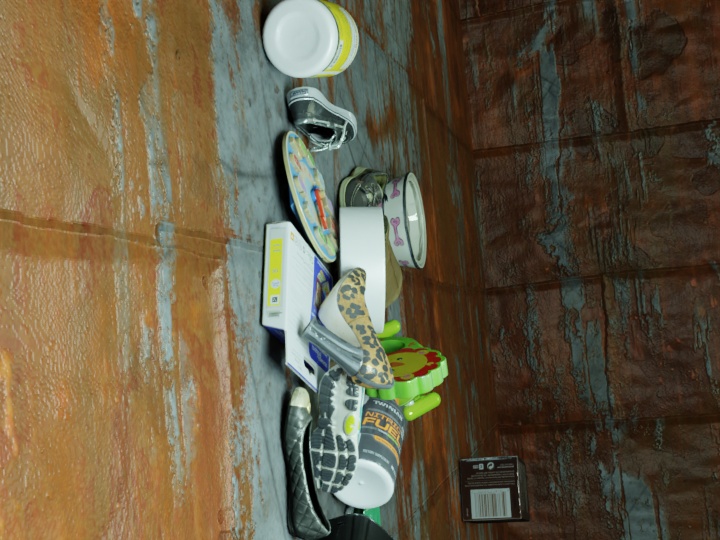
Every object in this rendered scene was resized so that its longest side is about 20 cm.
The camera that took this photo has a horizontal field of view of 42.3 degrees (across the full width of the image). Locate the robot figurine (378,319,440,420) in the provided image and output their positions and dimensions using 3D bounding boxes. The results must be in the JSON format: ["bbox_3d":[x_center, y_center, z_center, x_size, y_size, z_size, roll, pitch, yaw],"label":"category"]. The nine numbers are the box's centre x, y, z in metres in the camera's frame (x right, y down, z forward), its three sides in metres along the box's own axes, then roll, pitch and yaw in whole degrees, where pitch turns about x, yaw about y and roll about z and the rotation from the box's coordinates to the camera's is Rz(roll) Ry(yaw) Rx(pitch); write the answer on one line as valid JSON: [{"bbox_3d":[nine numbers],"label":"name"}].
[{"bbox_3d":[0.066,0.184,1.683,0.177,0.115,0.200,63,14,10],"label":"robot figurine"}]

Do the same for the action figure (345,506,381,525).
[{"bbox_3d":[0.007,0.396,1.505,0.119,0.054,0.202,62,20,-51],"label":"action figure"}]

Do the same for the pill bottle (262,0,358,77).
[{"bbox_3d":[-0.066,-0.349,1.403,0.200,0.111,0.114,-42,125,-72],"label":"pill bottle"}]

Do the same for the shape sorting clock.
[{"bbox_3d":[-0.071,-0.110,1.380,0.200,0.039,0.203,-16,91,-83],"label":"shape sorting clock"}]

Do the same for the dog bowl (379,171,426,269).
[{"bbox_3d":[0.083,-0.101,1.942,0.200,0.073,0.204,-7,90,-76],"label":"dog bowl"}]

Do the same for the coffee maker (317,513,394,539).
[{"bbox_3d":[-0.025,0.427,1.221,0.202,0.132,0.194,-79,157,-49],"label":"coffee maker"}]

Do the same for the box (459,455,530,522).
[{"bbox_3d":[0.372,0.608,2.572,0.200,0.163,0.167,45,40,-67],"label":"box"}]

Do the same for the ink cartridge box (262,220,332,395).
[{"bbox_3d":[-0.086,0.065,1.306,0.198,0.046,0.203,57,32,-62],"label":"ink cartridge box"}]

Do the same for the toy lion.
[{"bbox_3d":[0.047,0.153,1.481,0.200,0.188,0.070,-55,136,-68],"label":"toy lion"}]

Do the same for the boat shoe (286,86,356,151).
[{"bbox_3d":[-0.055,-0.224,1.466,0.199,0.072,0.069,32,49,-71],"label":"boat shoe"}]

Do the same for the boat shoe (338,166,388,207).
[{"bbox_3d":[0.008,-0.141,1.689,0.201,0.065,0.073,-65,146,-63],"label":"boat shoe"}]

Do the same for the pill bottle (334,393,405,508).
[{"bbox_3d":[0.015,0.270,1.483,0.201,0.104,0.107,-75,154,-55],"label":"pill bottle"}]

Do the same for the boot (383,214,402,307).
[{"bbox_3d":[0.035,0.015,1.731,0.201,0.065,0.177,74,31,-57],"label":"boot"}]

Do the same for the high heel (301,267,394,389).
[{"bbox_3d":[0.008,0.081,1.308,0.142,0.072,0.200,37,36,-2],"label":"high heel"}]

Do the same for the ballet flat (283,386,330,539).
[{"bbox_3d":[-0.071,0.259,1.257,0.066,0.056,0.204,19,66,-74],"label":"ballet flat"}]

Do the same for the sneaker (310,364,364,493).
[{"bbox_3d":[-0.024,0.222,1.325,0.080,0.076,0.203,-33,137,-70],"label":"sneaker"}]

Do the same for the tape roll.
[{"bbox_3d":[0.000,0.000,1.488,0.202,0.069,0.206,179,-90,-87],"label":"tape roll"}]
